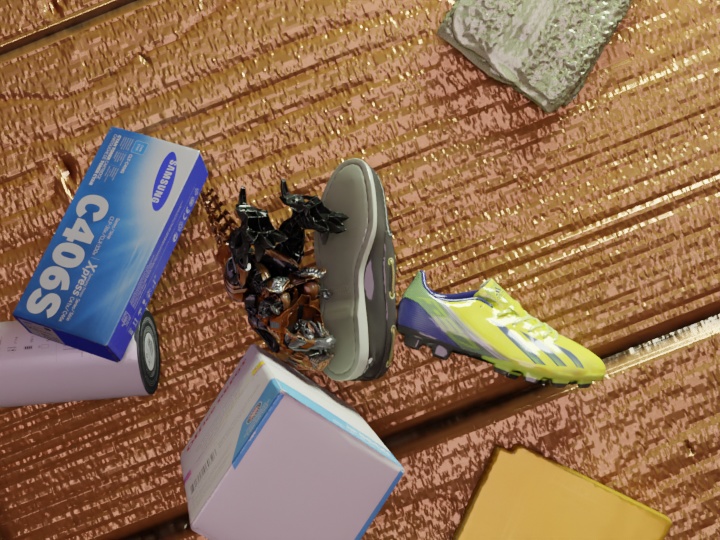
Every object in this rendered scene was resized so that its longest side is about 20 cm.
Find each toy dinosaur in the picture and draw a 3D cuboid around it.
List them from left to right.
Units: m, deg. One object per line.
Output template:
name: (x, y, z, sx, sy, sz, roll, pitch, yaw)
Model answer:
toy dinosaur: (-0.089, -0.002, 0.903, 0.199, 0.102, 0.136, 34, 130, 10)

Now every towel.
towel: (0.180, -0.262, 0.935, 0.148, 0.036, 0.201, 33, 90, 2)

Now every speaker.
speaker: (-0.291, 0.083, 0.922, 0.198, 0.081, 0.082, -6, 88, 2)

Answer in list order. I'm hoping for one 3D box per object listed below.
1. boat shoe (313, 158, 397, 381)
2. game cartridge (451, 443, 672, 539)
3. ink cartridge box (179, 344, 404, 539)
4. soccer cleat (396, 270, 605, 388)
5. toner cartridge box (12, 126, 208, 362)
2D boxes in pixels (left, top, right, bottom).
boat shoe: (0.000, 0.000, 0.925, 0.071, 0.060, 0.203, -2, 83, 42)
game cartridge: (0.167, 0.281, 0.926, 0.175, 0.032, 0.201, 26, 87, 3)
ink cartridge box: (-0.068, 0.161, 0.863, 0.125, 0.200, 0.129, 34, 90, -15)
soccer cleat: (0.132, 0.053, 0.915, 0.199, 0.065, 0.084, 16, 85, 2)
toner cartridge box: (-0.220, -0.027, 0.900, 0.094, 0.043, 0.201, 16, 67, 11)
